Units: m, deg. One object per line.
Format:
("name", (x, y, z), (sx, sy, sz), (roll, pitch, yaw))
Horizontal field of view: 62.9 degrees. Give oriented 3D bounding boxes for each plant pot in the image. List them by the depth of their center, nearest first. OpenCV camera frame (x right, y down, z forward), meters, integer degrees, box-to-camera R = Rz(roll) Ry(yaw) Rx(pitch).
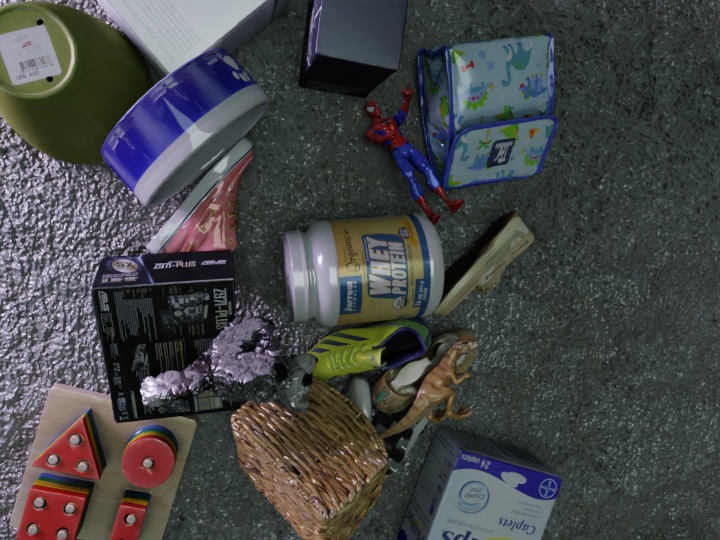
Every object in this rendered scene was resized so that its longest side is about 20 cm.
("plant pot", (-0.346, -0.225, 0.675), (0.186, 0.200, 0.189), (-1, 96, -13))

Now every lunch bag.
("lunch bag", (0.182, -0.223, 0.843), (0.169, 0.127, 0.201), (-11, 111, -14))

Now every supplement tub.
("supplement tub", (0.000, 0.000, 0.806), (0.199, 0.145, 0.146), (-6, 97, -12))

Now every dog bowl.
("dog bowl", (-0.208, -0.170, 0.713), (0.200, 0.200, 0.079), (-42, 100, -6))

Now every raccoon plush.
("raccoon plush", (-0.152, 0.137, 0.732), (0.199, 0.097, 0.134), (-11, 139, 2))

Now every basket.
("basket", (-0.063, 0.254, 0.806), (0.143, 0.200, 0.150), (-36, 148, -32))

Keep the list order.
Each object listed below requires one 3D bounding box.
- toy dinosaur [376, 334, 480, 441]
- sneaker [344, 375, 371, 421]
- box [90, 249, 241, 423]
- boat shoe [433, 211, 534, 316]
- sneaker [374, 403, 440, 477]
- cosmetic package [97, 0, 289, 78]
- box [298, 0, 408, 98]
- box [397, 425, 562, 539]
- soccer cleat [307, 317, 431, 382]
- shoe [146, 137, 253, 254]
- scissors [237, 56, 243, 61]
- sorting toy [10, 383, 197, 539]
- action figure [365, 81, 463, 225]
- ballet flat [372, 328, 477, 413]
("toy dinosaur", (0.097, 0.177, 0.814), (0.200, 0.060, 0.106), (-49, 118, -20))
("sneaker", (-0.038, 0.248, 0.863), (0.080, 0.070, 0.201), (18, 92, -10))
("box", (-0.240, 0.084, 0.759), (0.163, 0.086, 0.201), (-4, 118, -12))
("boat shoe", (0.185, 0.001, 0.889), (0.065, 0.072, 0.200), (45, 79, -12))
("sneaker", (0.063, 0.227, 0.890), (0.074, 0.089, 0.200), (34, 63, 15))
("cosmetic package", (-0.222, -0.365, 0.728), (0.200, 0.123, 0.200), (-41, 103, -7))
("box", (-0.009, -0.344, 0.750), (0.103, 0.182, 0.201), (6, 94, -14))
("box", (0.181, 0.371, 0.908), (0.183, 0.105, 0.201), (19, 92, -14))
("soccer cleat", (0.004, 0.117, 0.836), (0.199, 0.084, 0.065), (-20, 108, 8))
("shoe", (-0.191, -0.077, 0.796), (0.091, 0.071, 0.200), (40, 91, -15))
("scissors", (-0.233, -0.227, 0.775), (0.014, 0.073, 0.200), (48, 52, -11))
("sorting toy", (-0.347, 0.279, 0.794), (0.199, 0.070, 0.200), (17, 92, -14))
("action figure", (0.069, -0.170, 0.809), (0.065, 0.099, 0.200), (-31, 75, -18))
("ballet flat", (0.105, 0.139, 0.860), (0.200, 0.065, 0.071), (-33, 68, -25))
